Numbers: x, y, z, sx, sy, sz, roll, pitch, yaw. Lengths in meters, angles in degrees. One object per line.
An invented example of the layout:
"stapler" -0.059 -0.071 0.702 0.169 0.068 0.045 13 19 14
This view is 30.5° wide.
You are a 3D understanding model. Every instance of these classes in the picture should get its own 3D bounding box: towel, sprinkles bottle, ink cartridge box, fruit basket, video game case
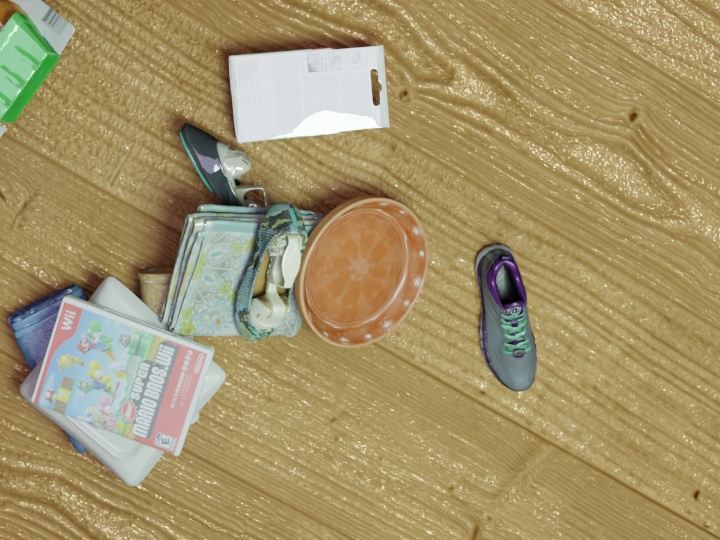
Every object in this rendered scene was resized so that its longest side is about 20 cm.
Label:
"towel" -0.367 0.126 1.712 0.111 0.049 0.202 -25 100 1
"sprinkles bottle" -0.249 0.099 1.709 0.067 0.068 0.203 -4 99 -5
"ink cartridge box" -0.066 -0.227 1.681 0.197 0.050 0.111 -6 99 -5
"fruit basket" -0.478 -0.284 1.627 0.199 0.094 0.186 38 94 6
"video game case" -0.296 0.131 1.641 0.198 0.017 0.145 20 100 0
"towel" -0.145 0.002 1.664 0.198 0.048 0.173 3 121 -32

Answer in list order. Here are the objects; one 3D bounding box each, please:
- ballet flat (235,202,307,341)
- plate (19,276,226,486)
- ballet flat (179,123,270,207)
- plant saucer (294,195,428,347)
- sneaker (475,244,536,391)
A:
"ballet flat" -0.108 0.016 1.619 0.073 0.075 0.202 9 120 -6
"plate" -0.304 0.146 1.669 0.199 0.032 0.200 40 99 -4
"ballet flat" -0.159 -0.107 1.682 0.072 0.073 0.202 -25 107 -1
"plant saucer" 0.000 0.000 1.695 0.198 0.032 0.203 -15 118 -31
"sneaker" 0.192 0.070 1.734 0.073 0.088 0.203 -15 100 -2
